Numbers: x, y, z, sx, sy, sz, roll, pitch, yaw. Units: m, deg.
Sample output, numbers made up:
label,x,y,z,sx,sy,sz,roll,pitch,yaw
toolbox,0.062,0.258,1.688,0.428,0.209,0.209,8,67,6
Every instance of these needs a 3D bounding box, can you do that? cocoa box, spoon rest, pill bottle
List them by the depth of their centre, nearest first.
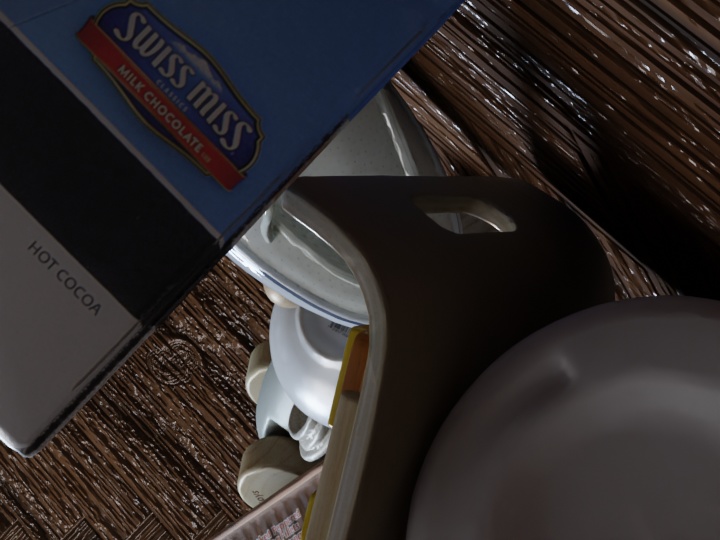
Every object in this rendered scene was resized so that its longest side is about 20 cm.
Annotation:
label,x,y,z,sx,sy,sz,roll,pitch,yaw
cocoa box,-0.093,-0.084,0.426,0.200,0.131,0.133,45,178,-7
pill bottle,0.090,0.091,0.506,0.111,0.111,0.200,43,177,28
spoon rest,0.041,0.045,0.888,0.199,0.100,0.061,29,174,34

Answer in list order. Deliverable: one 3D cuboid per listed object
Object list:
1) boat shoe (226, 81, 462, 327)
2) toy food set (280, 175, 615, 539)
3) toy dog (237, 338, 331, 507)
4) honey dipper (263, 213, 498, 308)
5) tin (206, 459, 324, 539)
label,x,y,z,sx,sy,sz,roll,pitch,yaw
boat shoe,-0.031,-0.063,0.565,0.203,0.074,0.086,56,171,-14
toy food set,-0.004,0.076,0.507,0.060,0.202,0.143,17,-171,25
toy dog,0.004,0.055,1.033,0.095,0.133,0.200,15,160,-13
honey dipper,0.000,0.000,0.752,0.038,0.038,0.200,45,162,-11
tin,-0.004,0.122,1.003,0.111,0.200,0.042,-12,-110,-49
